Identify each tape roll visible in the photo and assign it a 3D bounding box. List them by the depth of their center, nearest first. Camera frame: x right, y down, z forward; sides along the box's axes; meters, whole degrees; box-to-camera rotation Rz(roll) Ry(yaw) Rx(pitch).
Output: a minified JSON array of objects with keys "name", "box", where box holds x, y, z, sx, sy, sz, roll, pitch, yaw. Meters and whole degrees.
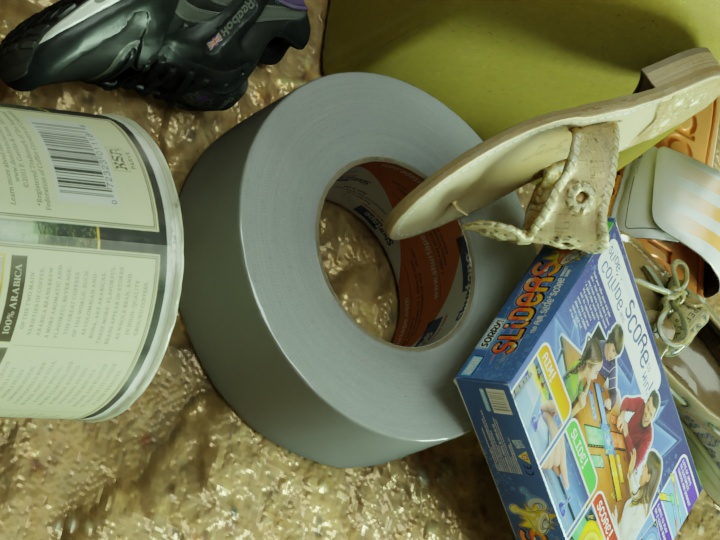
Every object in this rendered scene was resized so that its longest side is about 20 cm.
[{"name":"tape roll","box":[0.000,0.000,1.372,0.200,0.066,0.201,15,65,-35]}]

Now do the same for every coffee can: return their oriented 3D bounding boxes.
[{"name":"coffee can","box":[-0.200,-0.007,1.159,0.199,0.146,0.147,5,71,-38]}]

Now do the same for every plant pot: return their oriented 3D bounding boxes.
[{"name":"plant pot","box":[0.124,-0.186,1.452,0.195,0.200,0.195,24,60,-31]}]

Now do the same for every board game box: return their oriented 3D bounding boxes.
[{"name":"board game box","box":[0.122,0.090,1.402,0.136,0.034,0.201,-53,135,-38]}]

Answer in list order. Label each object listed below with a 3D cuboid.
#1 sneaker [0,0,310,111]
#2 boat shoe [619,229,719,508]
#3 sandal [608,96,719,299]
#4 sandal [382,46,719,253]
[{"name":"sneaker","box":[-0.096,-0.117,1.336,0.200,0.076,0.088,-31,100,-41]},{"name":"boat shoe","box":[0.191,0.051,1.477,0.200,0.063,0.073,50,53,-13]},{"name":"sandal","box":[0.196,-0.059,1.555,0.079,0.059,0.208,26,60,-29]},{"name":"sandal","box":[0.118,-0.045,1.351,0.211,0.078,0.070,-27,72,-23]}]
